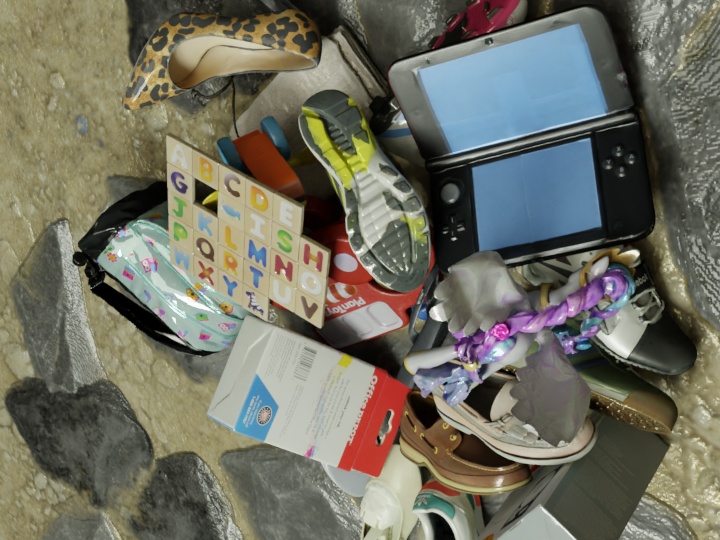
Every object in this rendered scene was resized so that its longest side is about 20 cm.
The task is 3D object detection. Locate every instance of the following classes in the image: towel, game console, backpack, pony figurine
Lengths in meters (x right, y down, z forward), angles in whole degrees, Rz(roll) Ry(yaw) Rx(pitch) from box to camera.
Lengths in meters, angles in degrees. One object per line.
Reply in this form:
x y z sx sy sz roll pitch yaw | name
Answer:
-0.046 -0.147 1.143 0.200 0.034 0.133 -40 85 40 | towel
0.135 -0.104 0.949 0.199 0.119 0.174 -12 68 23 | game console
-0.197 -0.002 1.240 0.200 0.167 0.127 44 123 3 | backpack
0.129 0.052 0.934 0.167 0.193 0.200 56 140 -3 | pony figurine

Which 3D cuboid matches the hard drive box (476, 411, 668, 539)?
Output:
0.188 0.231 1.041 0.077 0.200 0.156 44 128 7 | hard drive box

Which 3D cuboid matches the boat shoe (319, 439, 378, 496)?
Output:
-0.041 0.167 1.267 0.065 0.073 0.201 7 124 65 | boat shoe

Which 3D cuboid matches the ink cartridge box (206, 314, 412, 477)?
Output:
-0.050 0.138 1.177 0.067 0.199 0.117 13 79 55 | ink cartridge box

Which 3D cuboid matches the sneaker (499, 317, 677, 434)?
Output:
0.211 0.077 1.030 0.199 0.090 0.067 19 163 34 | sneaker

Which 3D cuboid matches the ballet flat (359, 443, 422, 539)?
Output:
0.027 0.286 1.252 0.069 0.069 0.201 24 128 24 | ballet flat

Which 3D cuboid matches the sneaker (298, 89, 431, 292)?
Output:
0.014 -0.073 1.018 0.074 0.085 0.201 -25 81 8 | sneaker

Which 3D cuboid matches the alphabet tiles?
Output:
-0.113 -0.025 1.075 0.199 0.008 0.168 29 136 22 | alphabet tiles

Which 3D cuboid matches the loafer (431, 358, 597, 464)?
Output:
0.132 0.127 1.036 0.200 0.072 0.063 12 141 54 | loafer

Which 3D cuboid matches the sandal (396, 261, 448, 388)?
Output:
0.069 0.041 1.080 0.043 0.076 0.201 33 131 11 | sandal

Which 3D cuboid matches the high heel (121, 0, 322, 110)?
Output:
-0.137 -0.198 1.085 0.200 0.071 0.143 -40 58 0 | high heel

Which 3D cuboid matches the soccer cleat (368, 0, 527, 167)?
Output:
0.094 -0.177 1.022 0.086 0.070 0.200 34 123 -24 | soccer cleat

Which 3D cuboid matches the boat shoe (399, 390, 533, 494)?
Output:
0.099 0.174 1.128 0.200 0.072 0.068 17 119 60 | boat shoe

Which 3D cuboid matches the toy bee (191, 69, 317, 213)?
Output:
-0.097 -0.109 1.123 0.130 0.201 0.109 -11 140 4 | toy bee

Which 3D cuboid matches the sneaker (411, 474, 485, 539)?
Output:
0.110 0.319 1.205 0.070 0.093 0.201 -16 100 38 | sneaker

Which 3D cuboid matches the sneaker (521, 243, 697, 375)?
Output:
0.230 0.011 0.997 0.200 0.074 0.089 39 129 14 | sneaker

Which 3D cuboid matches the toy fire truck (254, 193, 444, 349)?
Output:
0.000 0.000 1.139 0.199 0.113 0.168 -22 125 34 | toy fire truck
